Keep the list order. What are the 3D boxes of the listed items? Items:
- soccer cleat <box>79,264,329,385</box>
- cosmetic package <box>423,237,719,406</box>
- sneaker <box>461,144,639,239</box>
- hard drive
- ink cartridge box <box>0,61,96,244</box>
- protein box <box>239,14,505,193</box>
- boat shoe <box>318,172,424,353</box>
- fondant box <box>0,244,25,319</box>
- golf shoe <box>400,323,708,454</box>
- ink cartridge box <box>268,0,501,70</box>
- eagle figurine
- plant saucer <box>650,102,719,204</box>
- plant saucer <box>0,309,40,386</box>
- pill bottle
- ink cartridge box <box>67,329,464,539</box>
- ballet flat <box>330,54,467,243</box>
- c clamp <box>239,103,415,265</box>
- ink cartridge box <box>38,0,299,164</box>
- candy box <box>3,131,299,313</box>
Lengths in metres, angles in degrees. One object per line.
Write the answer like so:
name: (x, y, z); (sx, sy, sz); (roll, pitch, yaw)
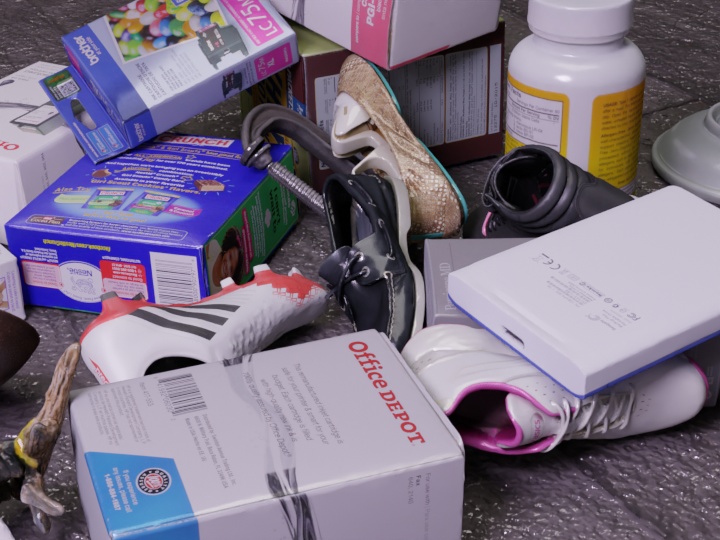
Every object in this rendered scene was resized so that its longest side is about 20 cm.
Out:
soccer cleat: (-0.099, 0.051, 0.940); (0.199, 0.069, 0.086); (-7, 59, -39)
cosmetic package: (0.141, 0.035, 0.928); (0.198, 0.091, 0.107); (0, 31, -4)
sneaker: (0.119, -0.053, 1.025); (0.099, 0.071, 0.199); (30, -15, -28)
hard drive: (0.174, 0.008, 0.869); (0.199, 0.026, 0.132); (-21, 37, -28)
ink cartridge box: (-0.292, -0.110, 1.213); (0.144, 0.085, 0.200); (13, 32, 25)
protein box: (0.005, -0.188, 1.288); (0.198, 0.136, 0.199); (-13, 31, -19)
boat shoe: (0.001, -0.002, 0.969); (0.066, 0.075, 0.201); (18, 45, -21)
fondant box: (-0.374, 0.017, 1.012); (0.199, 0.059, 0.144); (-22, 35, -31)
golf shoe: (0.122, 0.085, 0.841); (0.198, 0.076, 0.092); (1, 27, -2)
ink cartridge box: (0.007, -0.264, 1.180); (0.146, 0.083, 0.199); (-27, 46, -37)
eagle figurine: (-0.272, 0.105, 0.760); (0.198, 0.153, 0.151); (8, -7, -25)
plant saucer: (0.368, -0.117, 1.236); (0.198, 0.051, 0.201); (-1, 29, 1)
plant saucer: (-0.306, 0.056, 0.859); (0.198, 0.201, 0.037); (-1, 71, 0)
pill bottle: (0.175, -0.131, 1.109); (0.112, 0.202, 0.113); (-1, 28, 1)
ink cartridge box: (-0.057, 0.118, 0.782); (0.198, 0.087, 0.147); (-9, 29, -18)
ballet flat: (0.014, -0.100, 1.099); (0.065, 0.071, 0.201); (-21, 54, -18)
c clamp: (-0.023, -0.062, 1.085); (0.200, 0.027, 0.171); (41, 31, 6)
ink cartridge box: (-0.165, -0.180, 1.140); (0.199, 0.042, 0.120); (-31, 59, -13)
candy box: (-0.160, -0.041, 1.089); (0.167, 0.078, 0.200); (7, 30, 16)
